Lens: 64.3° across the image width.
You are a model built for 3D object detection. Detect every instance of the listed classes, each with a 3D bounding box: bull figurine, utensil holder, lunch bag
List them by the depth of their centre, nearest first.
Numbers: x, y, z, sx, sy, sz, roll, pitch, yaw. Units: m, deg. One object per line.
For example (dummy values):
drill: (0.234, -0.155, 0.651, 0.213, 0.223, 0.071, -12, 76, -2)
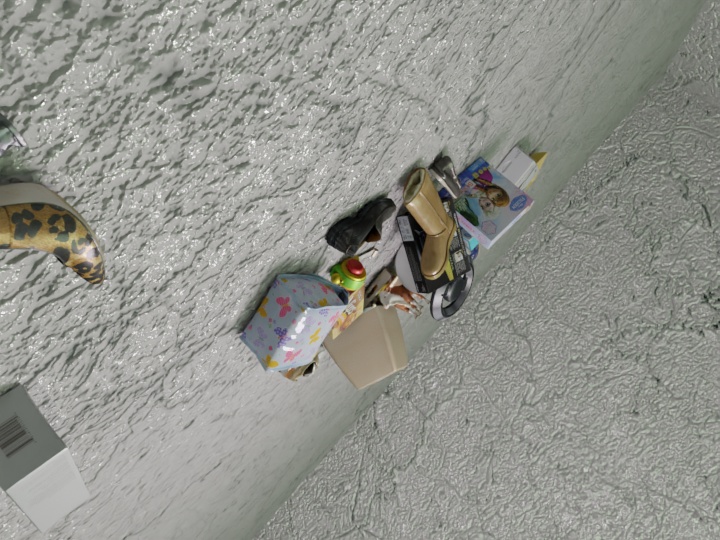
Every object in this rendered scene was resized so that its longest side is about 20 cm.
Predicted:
lunch bag: (-0.124, 0.102, 1.180, 0.198, 0.127, 0.171, 2, 127, -57)
bull figurine: (0.127, 0.083, 1.636, 0.066, 0.120, 0.199, -57, 168, 18)
utensil holder: (0.210, -0.022, 1.672, 0.171, 0.170, 0.199, -54, 160, 23)

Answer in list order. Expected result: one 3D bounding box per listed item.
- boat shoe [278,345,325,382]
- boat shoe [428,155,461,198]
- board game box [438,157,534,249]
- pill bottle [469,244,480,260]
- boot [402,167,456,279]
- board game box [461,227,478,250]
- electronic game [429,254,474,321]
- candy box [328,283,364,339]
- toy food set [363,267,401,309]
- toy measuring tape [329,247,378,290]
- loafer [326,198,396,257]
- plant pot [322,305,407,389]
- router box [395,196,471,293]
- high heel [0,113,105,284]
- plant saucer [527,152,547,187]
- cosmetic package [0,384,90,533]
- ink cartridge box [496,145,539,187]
boat shoe: (-0.148, 0.252, 1.544, 0.075, 0.068, 0.199, -55, 162, 25)
boat shoe: (0.223, -0.229, 1.416, 0.057, 0.067, 0.199, -45, 161, 11)
board game box: (0.336, -0.188, 1.561, 0.199, 0.199, 0.041, -40, 162, -24)
pill bottle: (0.328, -0.060, 1.978, 0.199, 0.111, 0.112, -25, 153, -53)
boot: (0.146, -0.103, 1.312, 0.200, 0.065, 0.178, 47, 53, -48)
board game box: (0.325, -0.172, 1.647, 0.200, 0.150, 0.047, -44, 142, -13)
electronic game: (0.255, 0.047, 1.589, 0.199, 0.041, 0.204, -34, 137, -37)
candy box: (-0.047, 0.090, 1.461, 0.115, 0.055, 0.201, -42, 162, -18)
toy food set: (0.068, 0.070, 1.700, 0.144, 0.060, 0.199, -51, 164, 9)
toy measuring tape: (0.000, 0.000, 1.356, 0.199, 0.073, 0.074, -26, 154, -51)
loafer: (0.017, -0.087, 1.199, 0.199, 0.072, 0.073, -37, 160, -36)
plant pot: (0.030, 0.228, 1.653, 0.197, 0.180, 0.199, -29, 167, 15)
router box: (0.187, -0.065, 1.443, 0.155, 0.204, 0.052, -24, -167, -30)
high heel: (-0.315, -0.018, 0.496, 0.143, 0.071, 0.202, -47, 148, -24)
plant saucer: (0.599, -0.341, 2.150, 0.200, 0.048, 0.201, -43, 162, -16)
cosmetic package: (-0.434, 0.255, 0.757, 0.081, 0.113, 0.201, -35, 161, -33)
ink cartridge box: (0.518, -0.319, 1.927, 0.146, 0.084, 0.199, -52, 163, 14)
